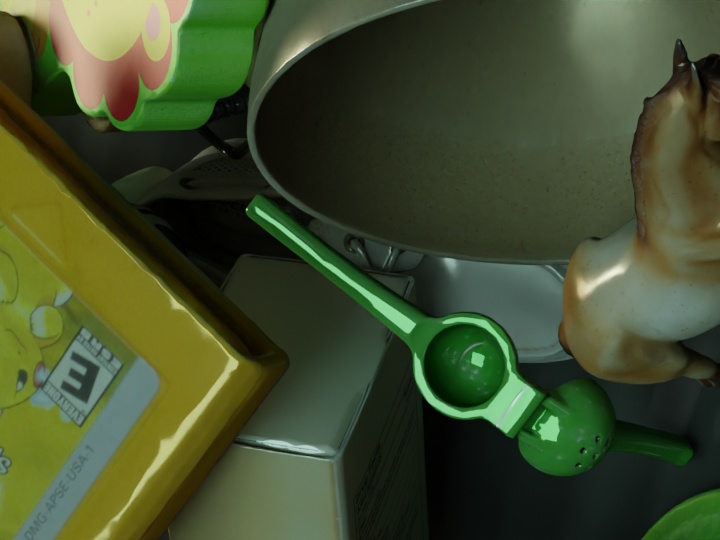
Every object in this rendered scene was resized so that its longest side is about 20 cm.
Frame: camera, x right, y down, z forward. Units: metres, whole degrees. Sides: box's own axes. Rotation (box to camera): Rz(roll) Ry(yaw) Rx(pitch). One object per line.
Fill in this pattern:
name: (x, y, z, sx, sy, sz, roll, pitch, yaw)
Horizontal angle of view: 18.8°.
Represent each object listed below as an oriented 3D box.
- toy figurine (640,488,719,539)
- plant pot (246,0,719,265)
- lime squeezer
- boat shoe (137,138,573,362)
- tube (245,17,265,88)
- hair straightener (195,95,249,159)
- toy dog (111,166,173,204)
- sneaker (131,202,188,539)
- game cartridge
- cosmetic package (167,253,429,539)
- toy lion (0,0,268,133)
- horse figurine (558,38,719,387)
toy figurine: (0.057, 0.159, 0.765, 0.200, 0.184, 0.151, -32, 62, 47)
plant pot: (0.064, -0.102, 0.717, 0.200, 0.200, 0.135, -18, 61, 36)
lime squeezer: (0.050, 0.032, 0.757, 0.200, 0.071, 0.038, 29, 121, -21)
boat shoe: (0.000, 0.000, 0.843, 0.199, 0.069, 0.071, 13, 112, 30)
tube: (-0.046, -0.105, 0.845, 0.200, 0.058, 0.052, 47, 155, 17)
hair straightener: (-0.098, -0.102, 0.880, 0.200, 0.077, 0.041, 37, 94, 32)
toy dog: (-0.215, -0.033, 0.905, 0.200, 0.194, 0.140, 42, 132, 5)
sneaker: (-0.109, 0.076, 0.856, 0.074, 0.087, 0.201, 17, 117, 57)
game cartridge: (-0.143, 0.047, 0.745, 0.176, 0.032, 0.200, 42, 109, 15)
cosmetic package: (-0.020, 0.104, 0.827, 0.071, 0.105, 0.200, 8, 129, 15)
toy lion: (-0.088, -0.138, 0.739, 0.192, 0.068, 0.201, -32, 66, 57)
horse figurine: (0.119, -0.002, 0.716, 0.200, 0.132, 0.050, 130, 137, -57)
